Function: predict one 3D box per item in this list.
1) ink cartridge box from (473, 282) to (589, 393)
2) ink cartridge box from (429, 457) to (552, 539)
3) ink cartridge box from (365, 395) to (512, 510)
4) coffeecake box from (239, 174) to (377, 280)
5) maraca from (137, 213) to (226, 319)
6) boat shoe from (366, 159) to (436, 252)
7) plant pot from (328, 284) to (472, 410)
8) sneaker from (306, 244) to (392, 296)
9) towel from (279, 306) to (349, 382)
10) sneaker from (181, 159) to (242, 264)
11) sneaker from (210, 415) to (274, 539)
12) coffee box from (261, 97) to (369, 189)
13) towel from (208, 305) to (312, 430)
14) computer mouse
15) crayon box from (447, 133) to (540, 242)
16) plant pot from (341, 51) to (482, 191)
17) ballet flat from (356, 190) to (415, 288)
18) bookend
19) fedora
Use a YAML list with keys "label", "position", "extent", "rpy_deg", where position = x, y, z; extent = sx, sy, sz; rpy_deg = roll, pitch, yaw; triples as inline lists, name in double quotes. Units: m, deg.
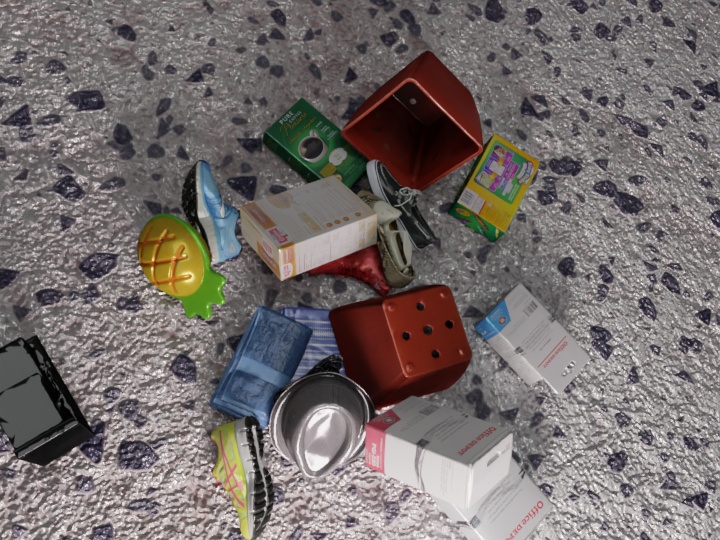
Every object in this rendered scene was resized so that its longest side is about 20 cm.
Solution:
- label: "ink cartridge box"
  position: [0.334, 0.139, 1.419]
  extent: [0.116, 0.067, 0.200]
  rpy_deg: [-41, 85, -24]
- label: "ink cartridge box"
  position: [0.218, 0.392, 1.291]
  extent: [0.145, 0.083, 0.200]
  rpy_deg: [-39, 85, -24]
- label: "ink cartridge box"
  position: [0.127, 0.290, 1.187]
  extent: [0.146, 0.200, 0.085]
  rpy_deg: [-19, 114, -50]
- label: "coffeecake box"
  position: [-0.094, -0.082, 1.313]
  extent: [0.200, 0.073, 0.154]
  rpy_deg: [-22, 45, -25]
- label: "maraca"
  position: [-0.311, -0.007, 1.265]
  extent: [0.200, 0.137, 0.107]
  rpy_deg: [51, 32, 6]
- label: "boat shoe"
  position: [0.082, -0.132, 1.409]
  extent: [0.200, 0.068, 0.074]
  rpy_deg: [63, 27, -7]
- label: "plant pot"
  position: [0.085, 0.124, 1.287]
  extent: [0.200, 0.176, 0.200]
  rpy_deg: [-12, 78, -24]
- label: "sneaker"
  position: [0.000, 0.000, 1.372]
  extent: [0.200, 0.078, 0.116]
  rpy_deg: [-18, 76, -19]
- label: "towel"
  position: [-0.078, 0.165, 1.326]
  extent: [0.145, 0.024, 0.200]
  rpy_deg: [4, 72, -16]
- label: "sneaker"
  position: [-0.271, -0.109, 1.349]
  extent: [0.090, 0.078, 0.200]
  rpy_deg: [-8, 78, -35]
- label: "sneaker"
  position: [-0.202, 0.345, 1.206]
  extent: [0.090, 0.078, 0.200]
  rpy_deg: [-10, 82, 15]
- label: "coffee box"
  position: [-0.083, -0.239, 1.449]
  extent: [0.200, 0.044, 0.123]
  rpy_deg: [39, 64, 0]
- label: "towel"
  position: [-0.170, 0.167, 1.266]
  extent: [0.112, 0.049, 0.200]
  rpy_deg: [25, 72, 2]
- label: "computer mouse"
  position: [-0.041, 0.241, 1.262]
  extent: [0.138, 0.053, 0.200]
  rpy_deg: [-36, 108, 9]
- label: "crayon box"
  position: [0.280, -0.174, 1.518]
  extent: [0.119, 0.058, 0.200]
  rpy_deg: [32, 66, -3]
- label: "plant pot"
  position: [0.116, -0.305, 1.426]
  extent: [0.200, 0.200, 0.176]
  rpy_deg: [40, 46, -22]
- label: "ballet flat"
  position: [0.057, -0.067, 1.346]
  extent: [0.068, 0.075, 0.200]
  rpy_deg: [-16, 83, -39]
- label: "bookend"
  position: [-0.504, 0.183, 1.102]
  extent: [0.092, 0.199, 0.200]
  rpy_deg: [-31, 81, -20]
- label: "fedora"
  position: [-0.062, 0.269, 1.194]
  extent: [0.177, 0.090, 0.200]
  rpy_deg: [21, 108, -10]
